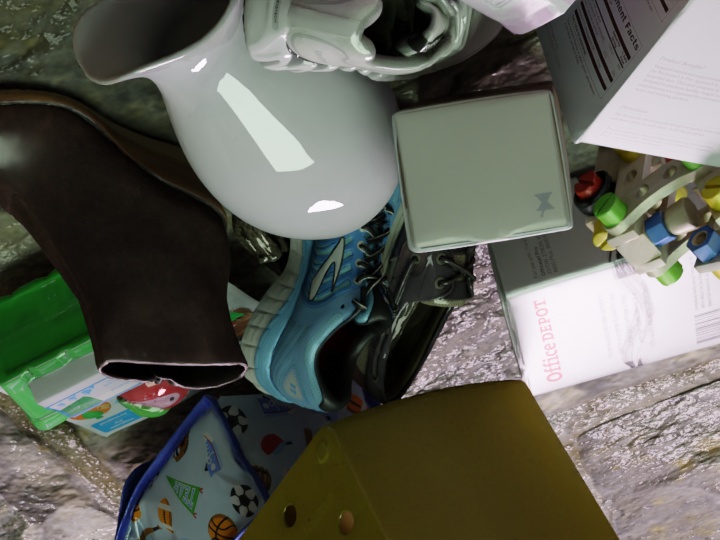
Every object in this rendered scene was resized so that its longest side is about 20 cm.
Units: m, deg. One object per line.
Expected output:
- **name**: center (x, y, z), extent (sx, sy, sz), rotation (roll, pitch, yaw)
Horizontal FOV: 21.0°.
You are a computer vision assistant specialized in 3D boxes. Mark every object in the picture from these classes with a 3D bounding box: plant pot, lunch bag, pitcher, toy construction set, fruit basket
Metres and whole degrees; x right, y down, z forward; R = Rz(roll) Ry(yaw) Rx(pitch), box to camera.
- **plant pot**: center (0.034, 0.201, 1.308), extent (0.176, 0.200, 0.200), rotation (10, 127, -39)
- **lunch bag**: center (-0.082, 0.178, 1.464), extent (0.169, 0.124, 0.200), rotation (-3, 142, -42)
- **pitcher**: center (-0.040, -0.119, 1.098), extent (0.172, 0.121, 0.200), rotation (-43, 136, 3)
- **toy construction set**: center (0.203, -0.070, 1.204), extent (0.131, 0.200, 0.092), rotation (-25, 110, 38)
- **fruit basket**: center (-0.153, 0.061, 1.320), extent (0.184, 0.094, 0.200), rotation (-26, 147, 16)

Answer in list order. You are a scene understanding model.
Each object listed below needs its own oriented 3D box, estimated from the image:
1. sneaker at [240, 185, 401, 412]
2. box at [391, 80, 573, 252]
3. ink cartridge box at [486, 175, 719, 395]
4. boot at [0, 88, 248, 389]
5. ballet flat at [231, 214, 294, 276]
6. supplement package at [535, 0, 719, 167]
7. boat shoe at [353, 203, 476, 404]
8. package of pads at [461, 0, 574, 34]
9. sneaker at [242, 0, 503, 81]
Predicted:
- **sneaker**: center (0.000, 0.000, 1.237), extent (0.078, 0.090, 0.201), rotation (6, 109, -48)
- **box**: center (0.075, -0.064, 1.132), extent (0.094, 0.078, 0.200), rotation (-8, -174, 6)
- **ink cartridge box**: center (0.193, -0.003, 1.358), extent (0.199, 0.085, 0.145), rotation (-16, 145, 3)
- **boot**: center (-0.161, -0.017, 1.138), extent (0.199, 0.167, 0.072), rotation (10, 139, -31)
- **ballet flat**: center (-0.020, 0.003, 1.323), extent (0.067, 0.047, 0.200), rotation (-28, 143, 19)
- **supplement package**: center (0.226, -0.173, 1.072), extent (0.190, 0.148, 0.200), rotation (7, 140, -28)
- **boat shoe**: center (0.047, 0.002, 1.292), extent (0.072, 0.065, 0.201), rotation (-1, 129, -48)
- **package of pads**: center (0.029, -0.210, 0.973), extent (0.076, 0.121, 0.199), rotation (-36, 139, 29)
- **sneaker**: center (0.027, -0.133, 1.036), extent (0.081, 0.076, 0.199), rotation (13, -163, 36)
